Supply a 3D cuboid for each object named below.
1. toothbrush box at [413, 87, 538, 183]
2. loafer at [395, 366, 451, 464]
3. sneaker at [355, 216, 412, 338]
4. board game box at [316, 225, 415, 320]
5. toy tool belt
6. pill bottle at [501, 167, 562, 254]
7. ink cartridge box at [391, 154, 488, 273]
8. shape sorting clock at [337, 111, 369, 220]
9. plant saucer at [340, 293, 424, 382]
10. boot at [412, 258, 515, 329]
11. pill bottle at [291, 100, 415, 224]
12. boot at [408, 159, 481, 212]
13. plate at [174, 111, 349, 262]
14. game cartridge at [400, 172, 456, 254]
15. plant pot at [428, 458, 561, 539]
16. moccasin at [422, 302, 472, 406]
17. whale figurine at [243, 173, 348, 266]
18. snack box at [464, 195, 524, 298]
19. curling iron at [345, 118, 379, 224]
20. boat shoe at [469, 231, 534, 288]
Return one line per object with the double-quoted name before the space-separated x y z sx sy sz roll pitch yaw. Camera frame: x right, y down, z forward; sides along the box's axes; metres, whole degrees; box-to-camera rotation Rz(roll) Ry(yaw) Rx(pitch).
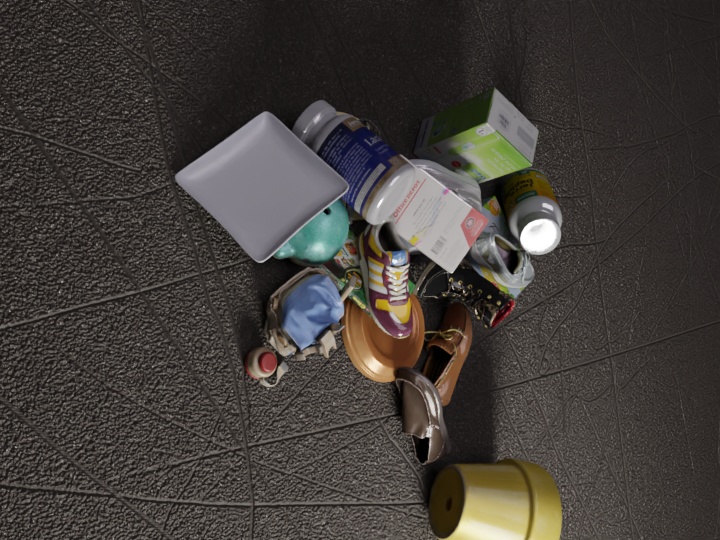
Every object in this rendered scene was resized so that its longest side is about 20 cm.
"toothbrush box" 0.225 -0.252 1.404 0.144 0.198 0.088 33 63 -31
"loafer" 0.108 0.266 1.279 0.071 0.072 0.204 -36 114 -33
"sneaker" 0.050 0.011 1.203 0.074 0.090 0.204 -11 75 -31
"board game box" 0.000 0.000 1.247 0.199 0.023 0.105 43 54 -8
"toy tool belt" -0.090 0.085 1.120 0.126 0.122 0.201 52 54 -20
"pill bottle" 0.361 -0.123 1.503 0.113 0.112 0.202 45 25 -25
"ink cartridge box" 0.113 -0.103 1.269 0.198 0.068 0.117 36 95 -8
"shape sorting clock" -0.024 -0.188 1.282 0.196 0.039 0.205 9 74 -33
"plant saucer" 0.050 0.098 1.296 0.197 0.037 0.206 8 77 -39
"boot" 0.198 0.044 1.347 0.150 0.074 0.198 39 25 24
"pill bottle" -0.016 -0.179 1.167 0.199 0.117 0.115 41 52 12
"boot" 0.147 -0.136 1.327 0.196 0.074 0.098 11 56 -25
"plate" -0.149 -0.129 1.101 0.199 0.033 0.199 42 65 14
"game cartridge" 0.141 -0.107 1.378 0.197 0.042 0.135 -21 75 -33
"plant pot" 0.232 0.438 1.302 0.185 0.200 0.206 17 70 -19
"moccasin" 0.158 0.152 1.362 0.077 0.073 0.205 38 69 -38
"whale figurine" -0.105 -0.095 1.149 0.198 0.103 0.162 31 60 -19
"snack box" 0.272 -0.032 1.500 0.142 0.052 0.203 -39 107 -39
"curling iron" -0.002 -0.177 1.254 0.049 0.025 0.205 21 68 -26
"boat shoe" 0.295 -0.022 1.438 0.200 0.064 0.076 33 63 -37
